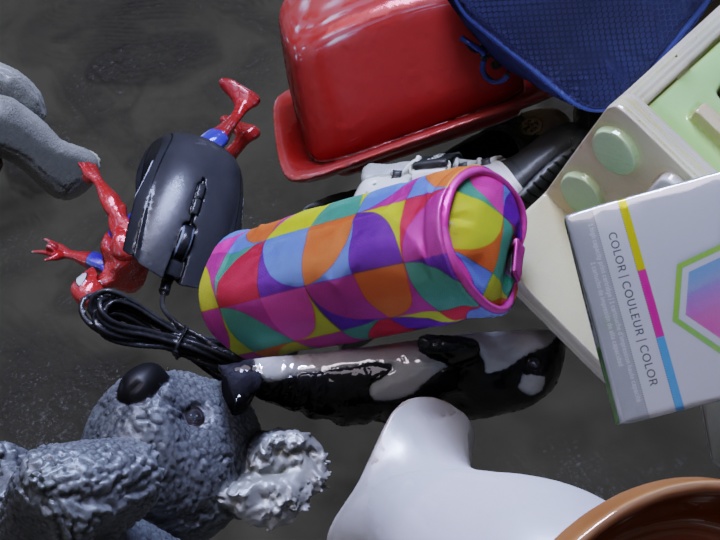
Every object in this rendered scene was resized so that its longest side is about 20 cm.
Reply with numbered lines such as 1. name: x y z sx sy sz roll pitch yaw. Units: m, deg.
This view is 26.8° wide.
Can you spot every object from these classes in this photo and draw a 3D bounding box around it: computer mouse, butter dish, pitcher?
1. computer mouse: -0.087 -0.016 0.971 0.140 0.046 0.201 25 42 -11
2. butter dish: 0.018 -0.169 1.027 0.198 0.148 0.200 -20 25 3
3. pitcher: 0.054 0.172 0.740 0.172 0.121 0.200 -54 38 -5

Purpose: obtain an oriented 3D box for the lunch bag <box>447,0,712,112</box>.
1. lunch bag: 0.137 -0.191 0.895 0.200 0.136 0.132 -49 9 12

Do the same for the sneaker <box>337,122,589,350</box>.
1. sneaker: 0.045 -0.043 0.918 0.200 0.074 0.089 -35 76 10

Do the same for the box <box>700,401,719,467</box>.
1. box: 0.277 0.033 0.800 0.200 0.078 0.095 -42 47 -19

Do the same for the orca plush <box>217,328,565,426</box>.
1. orca plush: 0.022 0.077 0.854 0.199 0.105 0.072 -2 80 -24

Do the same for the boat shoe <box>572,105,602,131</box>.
1. boat shoe: 0.162 -0.052 0.946 0.064 0.071 0.201 -28 41 44

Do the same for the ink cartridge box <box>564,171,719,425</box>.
1. ink cartridge box: 0.207 0.000 0.725 0.199 0.059 0.104 -15 82 8

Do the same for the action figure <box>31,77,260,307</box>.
1. action figure: -0.160 -0.058 1.064 0.099 0.065 0.200 23 57 14

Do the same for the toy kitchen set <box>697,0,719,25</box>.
1. toy kitchen set: 0.237 -0.183 0.964 0.199 0.164 0.181 -19 44 3

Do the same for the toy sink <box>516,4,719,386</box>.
1. toy sink: 0.188 -0.044 0.834 0.130 0.112 0.200 45 61 9

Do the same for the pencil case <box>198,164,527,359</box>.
1. pencil case: 0.000 0.000 0.846 0.199 0.088 0.089 -13 39 42

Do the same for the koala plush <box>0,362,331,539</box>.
1. koala plush: -0.132 0.125 0.840 0.177 0.185 0.200 13 32 37

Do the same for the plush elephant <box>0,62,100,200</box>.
1. plush elephant: -0.326 -0.106 1.125 0.165 0.200 0.155 -42 29 -11

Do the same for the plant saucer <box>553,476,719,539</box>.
1. plant saucer: 0.134 0.187 0.639 0.200 0.201 0.032 -39 16 -18

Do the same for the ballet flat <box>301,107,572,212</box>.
1. ballet flat: 0.054 -0.055 0.988 0.199 0.057 0.067 -29 43 -9
